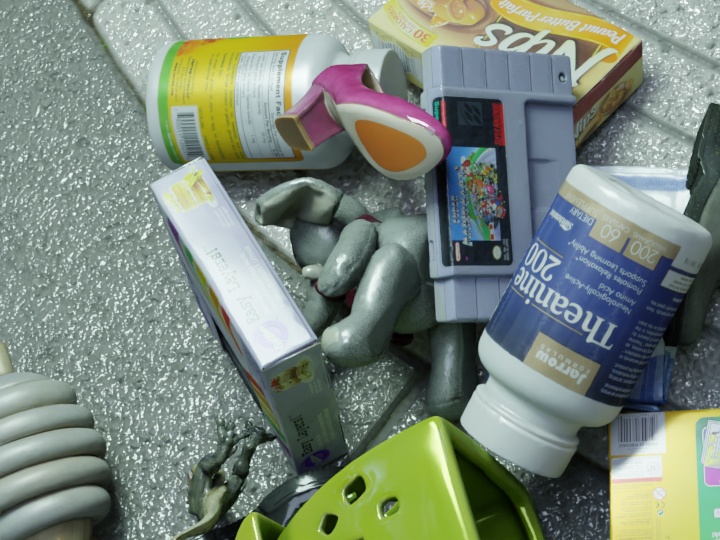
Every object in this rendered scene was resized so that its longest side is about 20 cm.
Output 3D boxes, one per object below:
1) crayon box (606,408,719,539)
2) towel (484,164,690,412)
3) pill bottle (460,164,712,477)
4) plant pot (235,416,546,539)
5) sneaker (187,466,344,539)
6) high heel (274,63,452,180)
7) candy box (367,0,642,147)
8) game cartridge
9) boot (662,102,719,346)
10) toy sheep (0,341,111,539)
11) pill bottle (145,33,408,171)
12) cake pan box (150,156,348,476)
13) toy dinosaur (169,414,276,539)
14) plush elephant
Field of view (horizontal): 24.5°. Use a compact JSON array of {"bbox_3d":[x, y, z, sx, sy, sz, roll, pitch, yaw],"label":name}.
[{"bbox_3d":[0.272,0.158,1.146,0.199,0.058,0.119,-5,64,17],"label":"crayon box"},{"bbox_3d":[0.179,0.007,1.273,0.146,0.024,0.201,5,67,22],"label":"towel"},{"bbox_3d":[0.150,0.037,1.152,0.111,0.111,0.201,33,102,29],"label":"pill bottle"},{"bbox_3d":[0.032,0.240,1.113,0.181,0.200,0.200,-23,60,13],"label":"plant pot"},{"bbox_3d":[-0.076,0.234,1.229,0.199,0.060,0.105,-30,58,9],"label":"sneaker"},{"bbox_3d":[0.023,-0.119,1.214,0.096,0.068,0.200,-39,22,-23],"label":"high heel"},{"bbox_3d":[0.117,-0.179,1.355,0.200,0.055,0.115,35,68,29],"label":"candy box"},{"bbox_3d":[0.106,-0.062,1.219,0.038,0.129,0.201,-10,82,53],"label":"game cartridge"},{"bbox_3d":[0.298,-0.027,1.216,0.130,0.068,0.201,15,70,6],"label":"boot"},{"bbox_3d":[-0.262,0.150,1.292,0.137,0.138,0.201,-24,78,6],"label":"toy sheep"},{"bbox_3d":[-0.067,-0.139,1.376,0.199,0.111,0.112,0,65,19],"label":"pill bottle"},{"bbox_3d":[-0.080,0.039,1.244,0.052,0.200,0.185,-27,62,-8],"label":"cake pan box"},{"bbox_3d":[-0.103,0.152,1.212,0.047,0.200,0.088,28,90,-1],"label":"toy dinosaur"},{"bbox_3d":[0.000,0.000,1.263,0.154,0.164,0.201,1,76,41],"label":"plush elephant"}]
